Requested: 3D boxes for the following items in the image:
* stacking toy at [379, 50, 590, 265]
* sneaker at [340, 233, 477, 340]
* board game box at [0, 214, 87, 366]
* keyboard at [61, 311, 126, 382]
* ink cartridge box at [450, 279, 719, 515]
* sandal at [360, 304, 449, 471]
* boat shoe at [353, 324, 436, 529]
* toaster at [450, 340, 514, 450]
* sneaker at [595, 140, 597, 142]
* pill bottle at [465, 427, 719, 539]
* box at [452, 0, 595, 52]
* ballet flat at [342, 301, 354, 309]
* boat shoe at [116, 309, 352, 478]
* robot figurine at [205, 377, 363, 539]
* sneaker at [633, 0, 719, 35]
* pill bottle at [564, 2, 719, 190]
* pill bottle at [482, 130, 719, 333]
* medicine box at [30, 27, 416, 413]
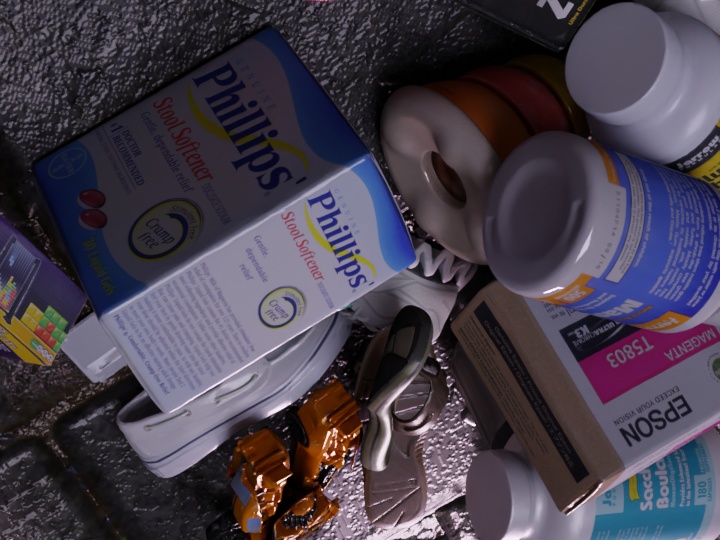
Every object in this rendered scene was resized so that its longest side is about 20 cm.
[{"bbox_3d":[0.126,-0.111,1.203,0.199,0.146,0.147,-34,134,-22],"label":"stacking toy"},{"bbox_3d":[0.000,0.000,1.217,0.198,0.075,0.082,20,94,-34],"label":"sneaker"},{"bbox_3d":[-0.290,-0.026,1.001,0.200,0.164,0.057,50,58,-43],"label":"board game box"},{"bbox_3d":[-0.134,0.011,1.216,0.199,0.011,0.056,-36,127,-1],"label":"keyboard"},{"bbox_3d":[0.193,0.059,1.202,0.199,0.166,0.075,-24,164,-29],"label":"ink cartridge box"},{"bbox_3d":[0.038,0.092,1.222,0.057,0.081,0.202,17,151,4],"label":"sandal"},{"bbox_3d":[0.025,0.122,1.354,0.072,0.063,0.202,0,121,-8],"label":"boat shoe"},{"bbox_3d":[0.167,0.073,1.339,0.200,0.129,0.113,-47,132,11],"label":"toaster"},{"bbox_3d":[0.189,-0.070,1.302,0.199,0.074,0.118,-31,180,-35],"label":"sneaker"},{"bbox_3d":[0.183,0.168,1.256,0.198,0.111,0.112,-2,124,-27],"label":"pill bottle"},{"bbox_3d":[0.120,-0.262,1.065,0.158,0.050,0.201,19,116,-33],"label":"box"},{"bbox_3d":[-0.092,0.012,1.164,0.198,0.068,0.068,-19,114,21],"label":"ballet flat"},{"bbox_3d":[-0.097,0.079,1.239,0.200,0.074,0.067,-40,126,-3],"label":"boat shoe"},{"bbox_3d":[-0.056,0.168,1.293,0.144,0.058,0.201,-32,157,-22],"label":"robot figurine"},{"bbox_3d":[0.195,-0.223,1.184,0.088,0.075,0.200,-38,122,7],"label":"sneaker"},{"bbox_3d":[0.231,-0.118,1.169,0.112,0.112,0.199,-51,141,14],"label":"pill bottle"},{"bbox_3d":[0.189,-0.019,1.112,0.198,0.112,0.113,15,115,-36],"label":"pill bottle"},{"bbox_3d":[-0.094,-0.039,1.083,0.199,0.183,0.103,-31,133,-4],"label":"medicine box"}]
